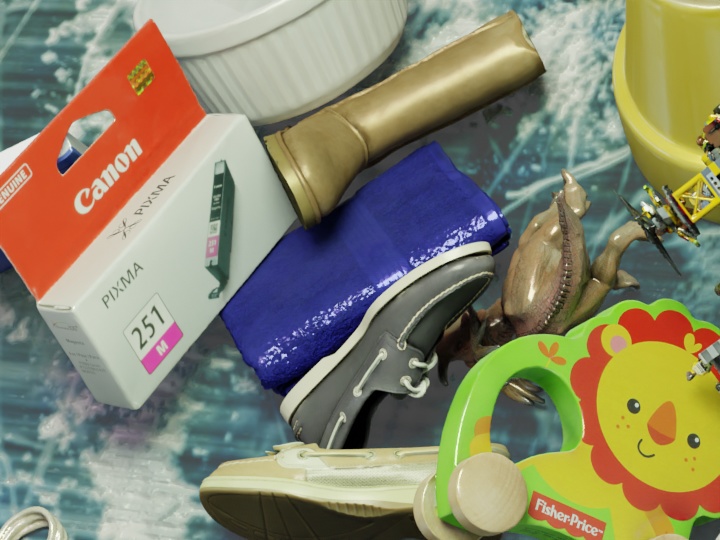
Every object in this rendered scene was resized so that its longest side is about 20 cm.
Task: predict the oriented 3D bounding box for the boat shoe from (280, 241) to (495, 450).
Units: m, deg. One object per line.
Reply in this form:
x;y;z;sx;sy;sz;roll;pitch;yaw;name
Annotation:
0.028;0.059;1.416;0.200;0.072;0.063;-45;65;32;boat shoe

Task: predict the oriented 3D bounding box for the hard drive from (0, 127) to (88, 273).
-0.239;-0.045;1.548;0.131;0.200;0.026;-26;80;3;hard drive

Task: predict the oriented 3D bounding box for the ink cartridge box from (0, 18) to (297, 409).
-0.143;-0.040;1.467;0.043;0.174;0.200;6;46;42;ink cartridge box

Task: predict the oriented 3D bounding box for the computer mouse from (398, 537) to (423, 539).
0.011;0.260;1.352;0.058;0.034;0.201;15;68;10;computer mouse

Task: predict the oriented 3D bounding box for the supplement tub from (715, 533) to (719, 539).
0.260;0.181;1.244;0.131;0.132;0.201;26;70;32;supplement tub

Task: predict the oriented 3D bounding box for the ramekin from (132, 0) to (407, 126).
-0.058;-0.187;1.601;0.201;0.095;0.203;-21;29;12;ramekin

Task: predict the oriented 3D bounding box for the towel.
0.000;0.000;1.504;0.199;0.050;0.148;-32;27;-2;towel

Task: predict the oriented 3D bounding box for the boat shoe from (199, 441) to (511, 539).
-0.003;0.138;1.412;0.199;0.073;0.063;-1;50;17;boat shoe

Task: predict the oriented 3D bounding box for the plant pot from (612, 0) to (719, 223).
0.252;-0.161;1.441;0.199;0.189;0.202;-10;55;15;plant pot

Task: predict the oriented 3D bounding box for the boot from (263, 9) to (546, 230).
0.033;-0.112;1.527;0.199;0.067;0.175;-26;17;4;boot

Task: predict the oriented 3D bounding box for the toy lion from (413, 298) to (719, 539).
0.149;0.100;1.326;0.199;0.069;0.193;24;66;-16;toy lion

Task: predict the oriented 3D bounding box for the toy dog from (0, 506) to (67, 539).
-0.283;0.222;1.442;0.199;0.097;0.132;-26;53;3;toy dog

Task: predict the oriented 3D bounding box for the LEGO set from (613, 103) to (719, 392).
0.236;0.010;1.341;0.116;0.154;0.201;-37;92;16;LEGO set

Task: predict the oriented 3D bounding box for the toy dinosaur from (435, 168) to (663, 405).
0.115;0.020;1.398;0.086;0.200;0.136;40;77;5;toy dinosaur
